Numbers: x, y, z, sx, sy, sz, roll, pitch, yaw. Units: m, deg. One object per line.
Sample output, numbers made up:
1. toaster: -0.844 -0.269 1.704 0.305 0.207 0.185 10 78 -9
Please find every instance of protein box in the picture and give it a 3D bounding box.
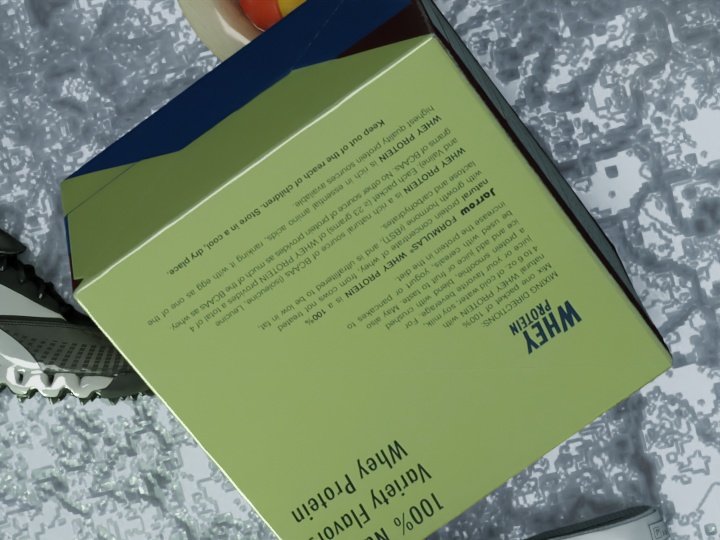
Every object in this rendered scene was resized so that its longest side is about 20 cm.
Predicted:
1. protein box: 0.000 0.000 1.361 0.198 0.135 0.200 -35 114 8

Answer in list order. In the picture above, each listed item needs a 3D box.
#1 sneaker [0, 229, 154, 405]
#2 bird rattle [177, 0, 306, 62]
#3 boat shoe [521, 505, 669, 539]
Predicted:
1. sneaker: -0.187 0.010 1.452 0.199 0.066 0.091 12 98 8
2. bird rattle: -0.041 -0.163 1.411 0.199 0.113 0.164 -8 109 10
3. boat shoe: 0.057 0.170 1.430 0.199 0.074 0.067 -14 89 7
